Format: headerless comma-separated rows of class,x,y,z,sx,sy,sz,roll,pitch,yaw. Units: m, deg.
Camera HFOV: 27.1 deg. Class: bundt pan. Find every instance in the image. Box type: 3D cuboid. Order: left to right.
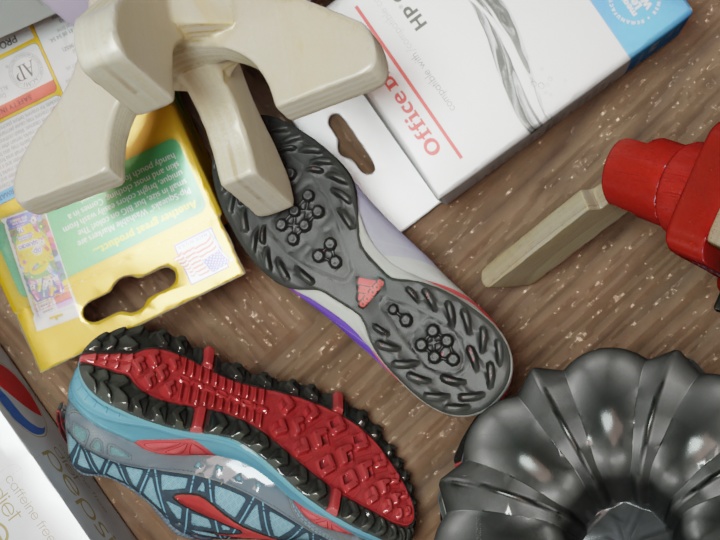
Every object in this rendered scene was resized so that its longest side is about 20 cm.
bundt pan,0.121,0.125,0.684,0.199,0.076,0.204,-6,68,15

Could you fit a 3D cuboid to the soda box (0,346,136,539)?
soda box,-0.188,0.114,0.798,0.063,0.068,0.201,-36,88,4

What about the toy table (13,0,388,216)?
toy table,-0.085,-0.108,0.684,0.182,0.199,0.118,-24,65,26

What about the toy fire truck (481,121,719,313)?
toy fire truck,0.177,-0.010,0.743,0.199,0.175,0.130,27,94,46

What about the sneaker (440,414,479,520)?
sneaker,0.103,0.168,0.785,0.086,0.074,0.203,-8,80,-29

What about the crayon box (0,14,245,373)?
crayon box,-0.153,-0.064,0.803,0.125,0.052,0.202,-25,88,5

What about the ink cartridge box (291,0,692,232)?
ink cartridge box,0.057,-0.115,0.777,0.199,0.067,0.116,-36,88,4

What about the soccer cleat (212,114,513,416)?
soccer cleat,0.000,0.000,0.783,0.200,0.073,0.068,43,91,10

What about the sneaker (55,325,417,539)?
sneaker,-0.066,0.103,0.797,0.198,0.080,0.096,27,129,-8

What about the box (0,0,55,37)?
box,-0.171,-0.249,0.701,0.198,0.199,0.173,-20,63,9
